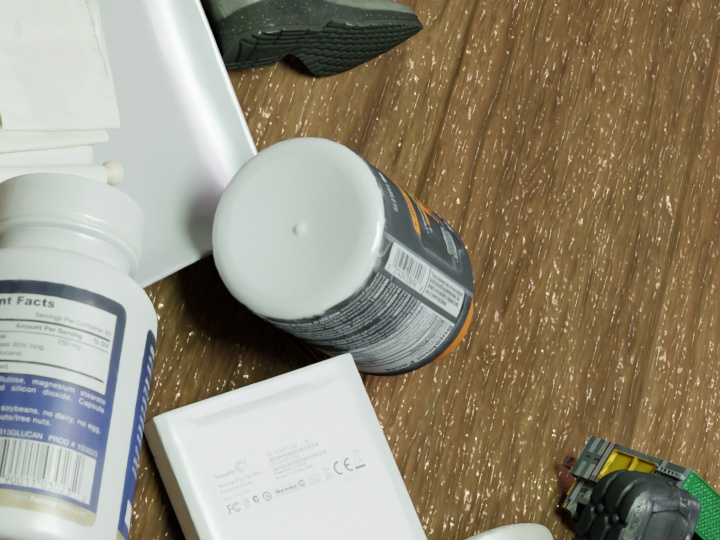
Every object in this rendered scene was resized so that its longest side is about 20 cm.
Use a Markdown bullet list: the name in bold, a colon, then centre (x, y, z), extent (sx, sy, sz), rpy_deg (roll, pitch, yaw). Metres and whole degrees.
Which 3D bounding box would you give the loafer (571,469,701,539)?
- **loafer**: centre (0.143, 0.215, 1.749), extent (0.070, 0.068, 0.201), rpy_deg (19, 102, -31)

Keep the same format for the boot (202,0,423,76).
- **boot**: centre (-0.042, -0.191, 1.767), extent (0.200, 0.068, 0.131), rpy_deg (-2, 67, -59)

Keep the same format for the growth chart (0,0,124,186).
- **growth chart**: centre (-0.181, -0.132, 1.539), extent (0.144, 0.018, 0.201), rpy_deg (9, 68, -49)

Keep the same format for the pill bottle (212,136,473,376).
- **pill bottle**: centre (0.000, 0.000, 1.681), extent (0.200, 0.106, 0.107), rpy_deg (34, 48, -64)

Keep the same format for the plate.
- **plate**: centre (-0.141, -0.091, 1.615), extent (0.199, 0.032, 0.201), rpy_deg (-28, 98, -55)

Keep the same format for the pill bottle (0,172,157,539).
- **pill bottle**: centre (-0.160, 0.058, 1.452), extent (0.111, 0.111, 0.201), rpy_deg (33, 54, -41)

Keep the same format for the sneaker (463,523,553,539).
- **sneaker**: centre (0.053, 0.217, 1.698), extent (0.199, 0.077, 0.112), rpy_deg (-11, 78, -50)

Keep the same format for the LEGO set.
- **LEGO set**: centre (0.184, 0.200, 1.887), extent (0.200, 0.116, 0.154), rpy_deg (31, 81, -37)

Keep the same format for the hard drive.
- **hard drive**: centre (-0.025, 0.157, 1.605), extent (0.131, 0.026, 0.201), rpy_deg (-17, 80, -31)
